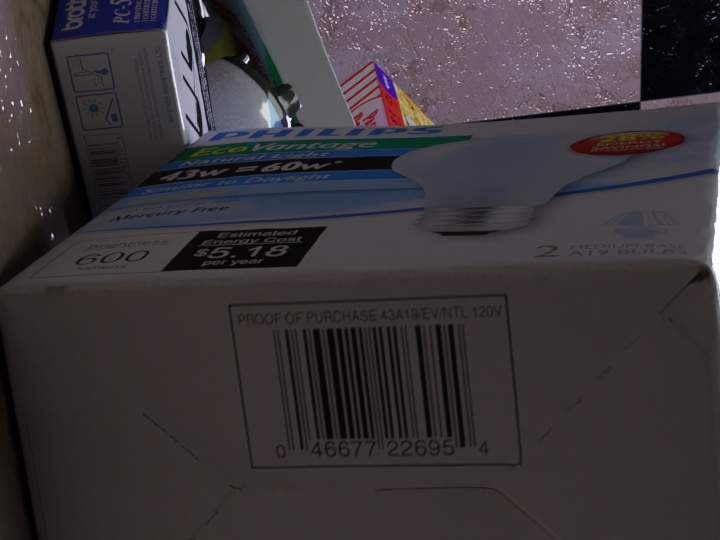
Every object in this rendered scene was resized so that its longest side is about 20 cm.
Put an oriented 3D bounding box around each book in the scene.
[{"bbox_3d":[-0.046,-0.125,1.011,0.200,0.048,0.134,-129,-165,-68],"label":"book"}]

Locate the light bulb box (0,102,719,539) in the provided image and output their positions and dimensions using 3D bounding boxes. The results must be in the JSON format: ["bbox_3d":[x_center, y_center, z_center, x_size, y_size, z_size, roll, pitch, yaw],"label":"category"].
[{"bbox_3d":[0.021,0.030,0.545,0.200,0.198,0.125,-56,142,-69],"label":"light bulb box"}]

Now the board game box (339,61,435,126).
[{"bbox_3d":[0.062,-0.028,1.147,0.200,0.046,0.152,43,21,-31],"label":"board game box"}]

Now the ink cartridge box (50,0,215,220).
[{"bbox_3d":[-0.080,-0.031,0.690,0.094,0.044,0.200,-94,178,-53],"label":"ink cartridge box"}]

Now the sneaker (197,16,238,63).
[{"bbox_3d":[-0.065,-0.049,0.994,0.075,0.076,0.200,-45,127,-87],"label":"sneaker"}]

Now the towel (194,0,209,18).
[{"bbox_3d":[-0.110,-0.217,1.172,0.200,0.023,0.153,82,0,-49],"label":"towel"}]

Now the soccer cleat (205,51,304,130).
[{"bbox_3d":[-0.062,-0.020,0.838,0.070,0.086,0.200,38,-22,34],"label":"soccer cleat"}]
